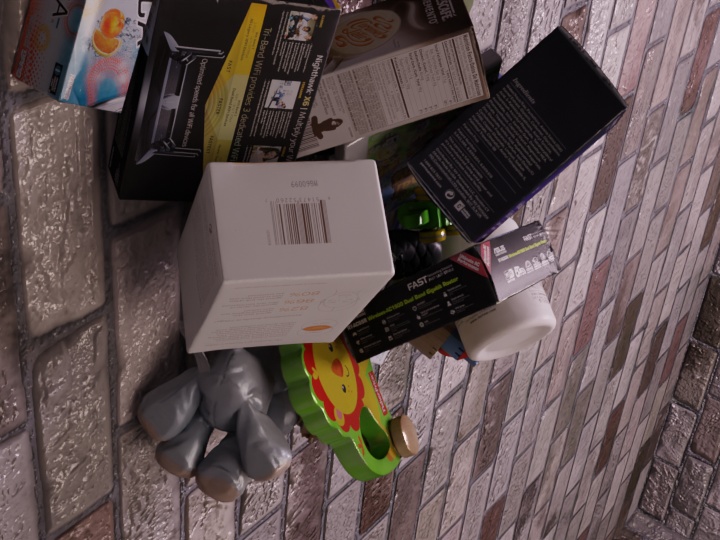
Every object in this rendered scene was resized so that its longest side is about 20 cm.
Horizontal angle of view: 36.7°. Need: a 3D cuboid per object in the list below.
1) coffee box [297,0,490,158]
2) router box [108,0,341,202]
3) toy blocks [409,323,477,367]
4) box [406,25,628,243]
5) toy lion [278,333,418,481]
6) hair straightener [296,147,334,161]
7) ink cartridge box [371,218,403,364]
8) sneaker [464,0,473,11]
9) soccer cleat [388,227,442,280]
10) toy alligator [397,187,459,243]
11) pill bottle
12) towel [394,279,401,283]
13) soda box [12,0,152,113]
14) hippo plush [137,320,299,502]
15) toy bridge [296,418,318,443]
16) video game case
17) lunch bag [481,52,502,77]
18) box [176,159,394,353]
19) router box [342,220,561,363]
[{"bbox_3d":[0.014,-0.194,1.036,0.197,0.115,0.080,-17,128,6],"label":"coffee box"},{"bbox_3d":[-0.119,-0.153,0.922,0.155,0.052,0.202,1,128,-29],"label":"router box"},{"bbox_3d":[0.121,0.058,1.381,0.100,0.136,0.200,-55,175,34],"label":"toy blocks"},{"bbox_3d":[0.157,-0.130,1.087,0.199,0.105,0.148,-41,175,10],"label":"box"},{"bbox_3d":[-0.020,0.132,1.162,0.203,0.068,0.191,69,21,0],"label":"toy lion"},{"bbox_3d":[-0.056,-0.119,1.138,0.199,0.076,0.042,-28,134,-48],"label":"hair straightener"},{"bbox_3d":[0.034,0.022,1.411,0.199,0.043,0.200,-63,163,-1],"label":"ink cartridge box"},{"bbox_3d":[0.076,-0.340,1.209,0.199,0.066,0.091,13,92,-61],"label":"sneaker"},{"bbox_3d":[0.000,0.000,1.209,0.196,0.082,0.068,-6,131,-11],"label":"soccer cleat"},{"bbox_3d":[0.100,-0.074,1.233,0.198,0.054,0.060,-20,107,-45],"label":"toy alligator"},{"bbox_3d":[0.148,-0.004,1.301,0.113,0.203,0.115,-17,161,-6],"label":"pill bottle"},{"bbox_3d":[0.097,-0.041,1.409,0.200,0.018,0.087,-51,159,-40],"label":"towel"},{"bbox_3d":[-0.195,-0.227,0.816,0.063,0.068,0.203,1,112,-53],"label":"soda box"},{"bbox_3d":[-0.140,0.130,1.168,0.161,0.157,0.203,-46,126,-71],"label":"hippo plush"},{"bbox_3d":[-0.061,0.145,1.273,0.201,0.027,0.068,-98,-157,-65],"label":"toy bridge"},{"bbox_3d":[0.056,-0.128,1.149,0.198,0.022,0.183,-31,157,-18],"label":"video game case"},{"bbox_3d":[0.105,-0.200,1.292,0.136,0.133,0.199,-45,153,12],"label":"lunch bag"},{"bbox_3d":[-0.076,-0.009,0.972,0.150,0.108,0.200,-3,161,-20],"label":"box"},{"bbox_3d":[0.093,0.022,1.149,0.149,0.198,0.063,-19,84,-54],"label":"router box"}]
